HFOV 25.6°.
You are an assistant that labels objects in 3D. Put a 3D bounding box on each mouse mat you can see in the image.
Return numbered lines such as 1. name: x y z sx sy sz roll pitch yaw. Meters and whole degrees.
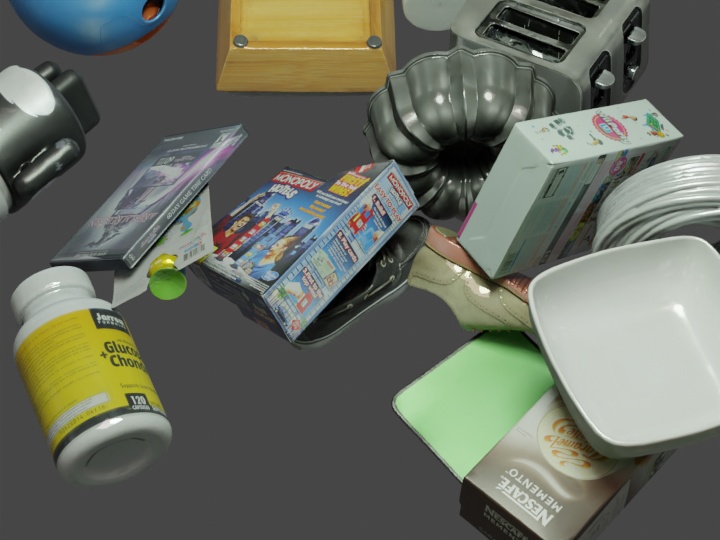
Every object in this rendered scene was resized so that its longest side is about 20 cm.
1. mouse mat: 0.148 0.151 1.529 0.161 0.008 0.200 -34 62 -20

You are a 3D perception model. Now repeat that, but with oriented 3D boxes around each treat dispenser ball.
1. treat dispenser ball: -0.291 -0.335 1.727 0.200 0.201 0.201 0 57 0

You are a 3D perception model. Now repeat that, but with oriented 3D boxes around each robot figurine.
1. robot figurine: -0.365 -0.130 1.641 0.125 0.150 0.200 48 65 -5

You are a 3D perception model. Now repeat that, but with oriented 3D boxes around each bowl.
1. bowl: 0.261 0.078 1.437 0.200 0.075 0.200 -13 56 -14

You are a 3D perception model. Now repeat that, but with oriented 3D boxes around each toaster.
1. toaster: 0.195 -0.237 1.694 0.200 0.119 0.181 24 52 21

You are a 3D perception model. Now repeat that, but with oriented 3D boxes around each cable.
1. cable: 0.325 -0.032 1.535 0.200 0.200 0.069 15 50 -14

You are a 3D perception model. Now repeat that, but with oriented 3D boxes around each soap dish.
1. soap dish: -0.060 -0.270 1.757 0.200 0.081 0.158 0 57 -2

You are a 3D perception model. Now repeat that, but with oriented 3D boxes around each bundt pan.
1. bundt pan: 0.104 -0.123 1.585 0.201 0.202 0.076 -2 47 -2

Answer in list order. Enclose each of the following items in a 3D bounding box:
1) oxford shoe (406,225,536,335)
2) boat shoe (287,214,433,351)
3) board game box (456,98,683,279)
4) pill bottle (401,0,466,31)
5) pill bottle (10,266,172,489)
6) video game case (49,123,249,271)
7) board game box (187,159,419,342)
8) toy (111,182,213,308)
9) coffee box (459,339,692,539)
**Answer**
1. oxford shoe: 0.139 0.035 1.574 0.200 0.071 0.074 34 104 13
2. boat shoe: 0.000 0.000 1.590 0.200 0.066 0.070 -36 64 -21
3. board game box: 0.206 -0.082 1.557 0.200 0.148 0.064 -14 52 -41
4. pill bottle: 0.084 -0.375 1.809 0.111 0.111 0.200 -1 57 -1
5. pill bottle: -0.262 0.097 1.497 0.112 0.112 0.200 -21 60 -14
6. video game case: -0.215 -0.073 1.611 0.143 0.019 0.200 -2 41 50
7. board game box: -0.052 -0.036 1.570 0.200 0.062 0.200 -39 29 -16
8. toy: -0.188 -0.028 1.579 0.115 0.047 0.200 -30 26 10
9. coffee box: 0.198 0.177 1.460 0.114 0.080 0.200 37 62 21
